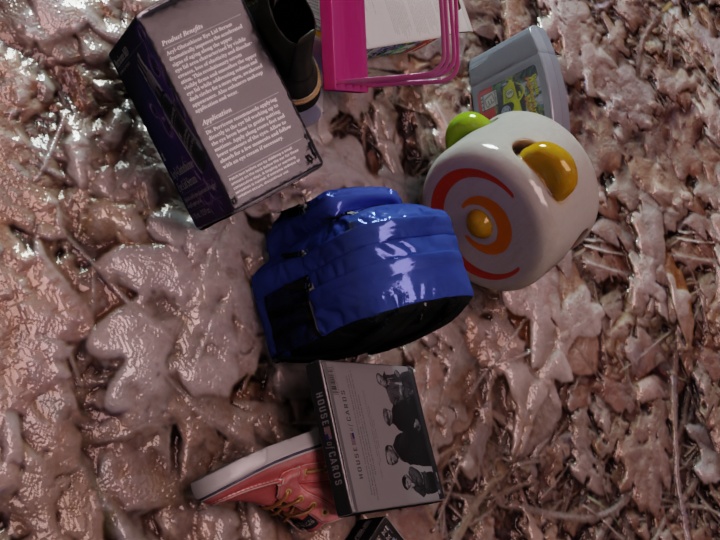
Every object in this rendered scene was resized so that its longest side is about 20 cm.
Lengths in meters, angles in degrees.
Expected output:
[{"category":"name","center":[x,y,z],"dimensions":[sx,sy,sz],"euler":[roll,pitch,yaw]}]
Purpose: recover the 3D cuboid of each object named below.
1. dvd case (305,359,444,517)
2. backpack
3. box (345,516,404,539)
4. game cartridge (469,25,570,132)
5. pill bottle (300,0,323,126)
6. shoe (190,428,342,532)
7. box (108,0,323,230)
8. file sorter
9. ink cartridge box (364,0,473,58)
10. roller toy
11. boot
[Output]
[{"category":"dvd case","center":[0.018,0.169,1.251],"dimensions":[0.199,0.025,0.152],"euler":[11,62,-60]},{"category":"backpack","center":[0.000,0.000,1.222],"dimensions":[0.161,0.199,0.170],"euler":[-13,85,-42]},{"category":"box","center":[0.030,0.378,1.235],"dimensions":[0.201,0.043,0.161],"euler":[53,49,-16]},{"category":"game cartridge","center":[0.197,-0.190,1.504],"dimensions":[0.041,0.132,0.203],"euler":[4,73,-41]},{"category":"pill bottle","center":[-0.078,-0.259,1.295],"dimensions":[0.112,0.112,0.203],"euler":[16,66,-37]},{"category":"shoe","center":[-0.070,0.212,1.179],"dimensions":[0.199,0.071,0.092],"euler":[-14,80,-48]},{"category":"box","center":[-0.141,-0.156,1.168],"dimensions":[0.104,0.148,0.202],"euler":[-29,95,-21]},{"category":"file sorter","center":[0.036,-0.260,1.270],"dimensions":[0.200,0.124,0.141],"euler":[-37,125,-78]},{"category":"ink cartridge box","center":[0.042,-0.318,1.464],"dimensions":[0.199,0.050,0.110],"euler":[-18,89,-44]},{"category":"roller toy","center":[0.170,-0.077,1.406],"dimensions":[0.139,0.198,0.185],"euler":[-36,128,-41]},{"category":"boot","center":[-0.095,-0.264,1.163],"dimensions":[0.077,0.139,0.201],"euler":[-35,78,-14]}]
